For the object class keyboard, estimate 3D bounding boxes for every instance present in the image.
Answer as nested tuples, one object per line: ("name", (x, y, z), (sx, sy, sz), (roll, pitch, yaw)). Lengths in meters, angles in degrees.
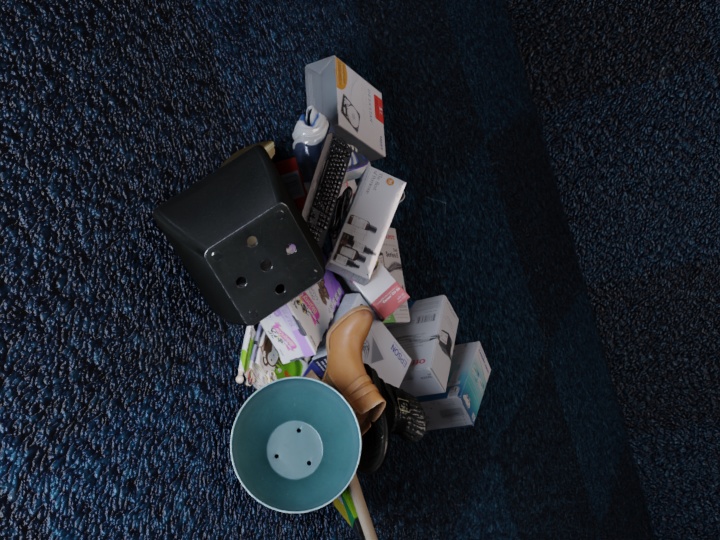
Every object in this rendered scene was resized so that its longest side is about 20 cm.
("keyboard", (-0.048, -0.132, 1.608), (0.104, 0.039, 0.202), (30, 75, -53))

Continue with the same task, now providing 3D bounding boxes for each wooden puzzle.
("wooden puzzle", (-0.030, 0.370, 1.555), (0.200, 0.037, 0.187), (-141, -148, -67))

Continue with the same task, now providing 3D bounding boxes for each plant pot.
("plant pot", (-0.102, 0.278, 1.435), (0.135, 0.197, 0.203), (108, -22, -74))
("plant pot", (-0.162, -0.034, 1.341), (0.201, 0.199, 0.177), (61, -8, -26))

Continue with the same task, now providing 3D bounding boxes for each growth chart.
("growth chart", (-0.145, 0.160, 1.554), (0.200, 0.018, 0.146), (44, 41, -48))

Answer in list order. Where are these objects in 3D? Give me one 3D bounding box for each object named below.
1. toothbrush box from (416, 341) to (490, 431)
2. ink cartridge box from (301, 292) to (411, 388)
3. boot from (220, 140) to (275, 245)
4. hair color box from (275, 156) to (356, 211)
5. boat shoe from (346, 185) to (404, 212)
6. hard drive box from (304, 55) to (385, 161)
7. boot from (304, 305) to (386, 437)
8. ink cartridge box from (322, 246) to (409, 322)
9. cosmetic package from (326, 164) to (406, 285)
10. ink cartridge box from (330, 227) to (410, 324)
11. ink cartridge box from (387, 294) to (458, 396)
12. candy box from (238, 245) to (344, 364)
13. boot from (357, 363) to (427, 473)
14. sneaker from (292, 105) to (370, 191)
("toothbrush box", (0.191, 0.255, 2.010), (0.086, 0.145, 0.201), (64, 29, -24))
("ink cartridge box", (-0.002, 0.180, 1.661), (0.200, 0.040, 0.201), (51, 51, -31))
("boot", (-0.179, -0.117, 1.550), (0.156, 0.071, 0.201), (62, 36, -25))
("hair color box", (-0.083, -0.177, 1.766), (0.200, 0.061, 0.103), (-26, 101, -61))
("boat shoe", (0.034, -0.158, 1.972), (0.200, 0.066, 0.074), (-31, 106, -61))
("hard drive box", (-0.030, -0.332, 1.916), (0.199, 0.076, 0.158), (23, 59, -58))
("boot", (-0.005, 0.172, 1.516), (0.073, 0.154, 0.201), (23, 100, -44))
("ink cartridge box", (0.000, 0.000, 1.717), (0.200, 0.067, 0.117), (49, -8, 3))
("cosmetic package", (0.011, -0.082, 1.649), (0.082, 0.051, 0.202), (23, 71, -7))
("ink cartridge box", (0.021, 0.013, 1.856), (0.145, 0.083, 0.203), (4, 76, -61))
("ink cartridge box", (0.114, 0.162, 1.904), (0.084, 0.144, 0.201), (57, 34, -34))
("candy box", (-0.115, 0.033, 1.587), (0.169, 0.071, 0.201), (63, 26, -22))
("boot", (0.049, 0.275, 1.581), (0.158, 0.079, 0.213), (42, 34, -37))
("sneaker", (-0.054, -0.237, 1.692), (0.199, 0.080, 0.148), (-29, 110, -54))
